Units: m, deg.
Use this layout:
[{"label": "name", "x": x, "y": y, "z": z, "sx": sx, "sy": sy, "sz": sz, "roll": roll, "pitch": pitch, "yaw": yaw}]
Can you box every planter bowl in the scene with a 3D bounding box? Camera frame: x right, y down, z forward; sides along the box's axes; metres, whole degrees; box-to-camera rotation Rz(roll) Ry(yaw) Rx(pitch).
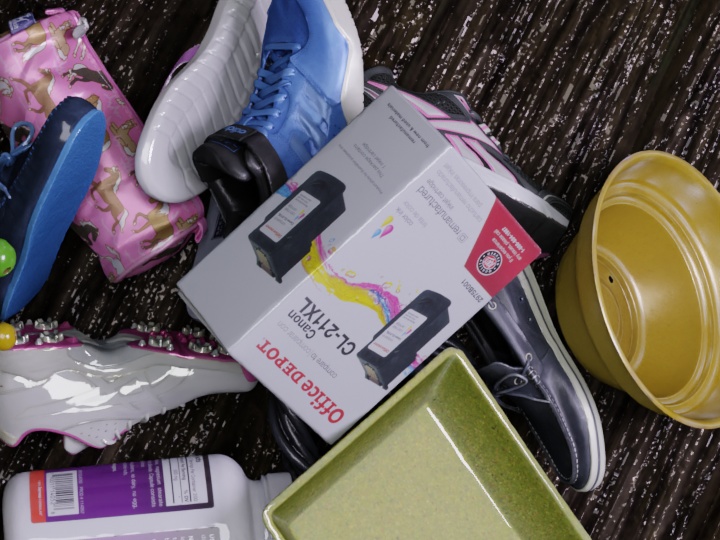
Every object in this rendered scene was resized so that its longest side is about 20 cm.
[{"label": "planter bowl", "x": 0.197, "y": 0.021, "z": 1.728, "sx": 0.200, "sy": 0.083, "sz": 0.201, "roll": 19, "pitch": 63, "yaw": -43}]

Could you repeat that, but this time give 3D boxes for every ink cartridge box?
[{"label": "ink cartridge box", "x": 0.000, "y": 0.000, "z": 1.632, "sx": 0.200, "sy": 0.146, "sz": 0.083, "roll": -43, "pitch": 48, "yaw": 2}]

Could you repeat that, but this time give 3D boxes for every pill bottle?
[{"label": "pill bottle", "x": -0.145, "y": 0.187, "z": 1.687, "sx": 0.199, "sy": 0.112, "sz": 0.113, "roll": -4, "pitch": 86, "yaw": -6}]

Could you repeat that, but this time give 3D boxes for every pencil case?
[{"label": "pencil case", "x": -0.190, "y": -0.089, "z": 1.719, "sx": 0.083, "sy": 0.086, "sz": 0.200, "roll": -33, "pitch": 90, "yaw": -40}]

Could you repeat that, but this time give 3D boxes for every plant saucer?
[{"label": "plant saucer", "x": 0.044, "y": 0.189, "z": 1.677, "sx": 0.200, "sy": 0.048, "sz": 0.200, "roll": -39, "pitch": 100, "yaw": -29}]

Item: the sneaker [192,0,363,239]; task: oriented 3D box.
[{"label": "sneaker", "x": -0.060, "y": -0.106, "z": 1.660, "sx": 0.111, "sy": 0.077, "sz": 0.201, "roll": -10, "pitch": 99, "yaw": -35}]

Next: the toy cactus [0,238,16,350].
[{"label": "toy cactus", "x": -0.330, "y": 0.020, "z": 1.650, "sx": 0.165, "sy": 0.200, "sz": 0.102, "roll": 47, "pitch": 39, "yaw": -19}]

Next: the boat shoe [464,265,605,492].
[{"label": "boat shoe", "x": 0.112, "y": 0.068, "z": 1.717, "sx": 0.062, "sy": 0.075, "sz": 0.200, "roll": -26, "pitch": 93, "yaw": -23}]

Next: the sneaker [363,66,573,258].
[{"label": "sneaker", "x": 0.071, "y": -0.086, "z": 1.748, "sx": 0.200, "sy": 0.080, "sz": 0.087, "roll": 29, "pitch": 58, "yaw": -14}]

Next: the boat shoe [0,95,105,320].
[{"label": "boat shoe", "x": -0.237, "y": -0.046, "z": 1.665, "sx": 0.069, "sy": 0.084, "sz": 0.200, "roll": 38, "pitch": 126, "yaw": 10}]

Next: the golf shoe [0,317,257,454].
[{"label": "golf shoe", "x": -0.169, "y": 0.084, "z": 1.721, "sx": 0.199, "sy": 0.075, "sz": 0.092, "roll": 2, "pitch": 101, "yaw": -3}]

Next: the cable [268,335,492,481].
[{"label": "cable", "x": 0.020, "y": 0.111, "z": 1.740, "sx": 0.163, "sy": 0.051, "sz": 0.201, "roll": -18, "pitch": 87, "yaw": -7}]

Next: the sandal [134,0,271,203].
[{"label": "sandal", "x": -0.112, "y": -0.124, "z": 1.722, "sx": 0.083, "sy": 0.050, "sz": 0.203, "roll": 58, "pitch": 46, "yaw": -35}]

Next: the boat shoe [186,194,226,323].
[{"label": "boat shoe", "x": -0.066, "y": -0.048, "z": 1.741, "sx": 0.065, "sy": 0.074, "sz": 0.201, "roll": 25, "pitch": 79, "yaw": -30}]
